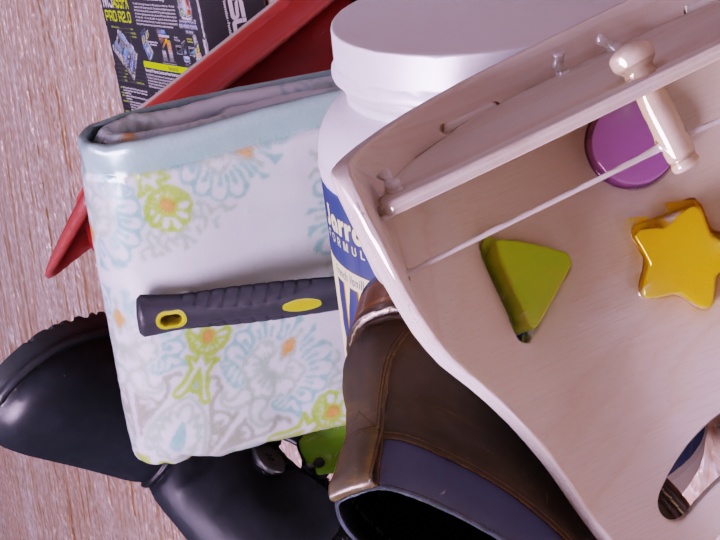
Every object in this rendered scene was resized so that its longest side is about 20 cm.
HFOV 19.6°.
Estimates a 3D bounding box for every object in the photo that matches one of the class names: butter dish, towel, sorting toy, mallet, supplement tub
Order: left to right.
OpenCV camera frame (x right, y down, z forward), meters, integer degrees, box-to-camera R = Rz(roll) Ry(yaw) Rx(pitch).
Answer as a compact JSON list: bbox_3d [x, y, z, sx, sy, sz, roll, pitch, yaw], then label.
[{"bbox_3d":[-0.044,-0.034,1.065,0.148,0.199,0.200,48,159,0],"label":"butter dish"},{"bbox_3d":[-0.021,-0.005,0.963,0.048,0.198,0.173,-120,20,-63],"label":"towel"},{"bbox_3d":[0.000,0.000,0.922,0.041,0.198,0.066,-101,13,-60],"label":"mallet"},{"bbox_3d":[0.060,-0.007,0.823,0.145,0.144,0.202,34,136,59],"label":"supplement tub"},{"bbox_3d":[0.113,0.002,0.691,0.107,0.199,0.181,-121,6,-82],"label":"sorting toy"}]

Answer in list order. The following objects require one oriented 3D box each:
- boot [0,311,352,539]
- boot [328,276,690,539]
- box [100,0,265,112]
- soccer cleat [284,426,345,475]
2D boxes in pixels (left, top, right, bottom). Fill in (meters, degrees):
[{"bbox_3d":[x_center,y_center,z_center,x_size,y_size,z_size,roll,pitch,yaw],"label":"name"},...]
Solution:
[{"bbox_3d":[-0.088,0.105,1.060,0.168,0.200,0.077,47,108,19],"label":"boot"},{"bbox_3d":[0.058,0.099,0.728,0.074,0.097,0.200,-31,114,34],"label":"boot"},{"bbox_3d":[-0.102,-0.110,1.301,0.200,0.044,0.162,18,121,65],"label":"box"},{"bbox_3d":[-0.044,0.054,1.220,0.200,0.080,0.068,44,144,53],"label":"soccer cleat"}]
